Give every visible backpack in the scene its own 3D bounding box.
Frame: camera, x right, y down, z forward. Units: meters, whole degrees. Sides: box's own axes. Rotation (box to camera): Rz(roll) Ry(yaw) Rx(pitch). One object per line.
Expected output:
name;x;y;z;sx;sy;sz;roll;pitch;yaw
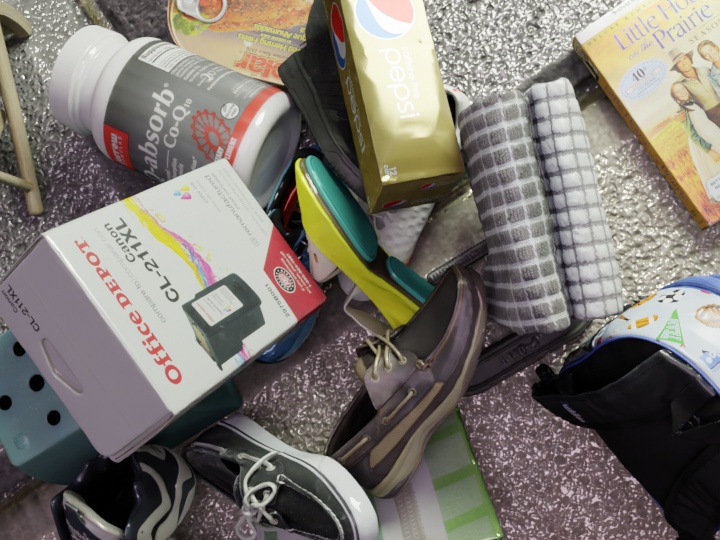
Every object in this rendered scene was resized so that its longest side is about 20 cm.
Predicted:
backpack;0.253;0.095;0.656;0.154;0.191;0.200;-43;80;-13

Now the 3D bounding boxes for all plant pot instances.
plant pot;-0.213;0.088;0.727;0.141;0.200;0.142;-31;81;5

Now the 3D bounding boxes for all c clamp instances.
c clamp;0.114;0.005;0.772;0.199;0.027;0.171;-36;86;3

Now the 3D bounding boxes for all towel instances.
towel;0.121;-0.040;0.661;0.085;0.200;0.167;-14;89;2
towel;0.006;0.197;0.728;0.199;0.031;0.150;-24;46;6

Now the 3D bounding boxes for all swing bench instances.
swing bench;-0.418;-0.145;0.817;0.197;0.130;0.202;-8;83;9

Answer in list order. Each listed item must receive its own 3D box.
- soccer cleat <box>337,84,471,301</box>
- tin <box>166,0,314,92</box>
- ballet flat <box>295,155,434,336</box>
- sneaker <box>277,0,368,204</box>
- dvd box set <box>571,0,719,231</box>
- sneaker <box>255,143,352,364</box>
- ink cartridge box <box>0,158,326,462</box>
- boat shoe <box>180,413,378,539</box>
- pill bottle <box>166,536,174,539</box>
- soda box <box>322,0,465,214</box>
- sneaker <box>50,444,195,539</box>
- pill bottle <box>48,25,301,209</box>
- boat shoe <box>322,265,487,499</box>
soccer cleat;0.035;-0.068;0.758;0.068;0.085;0.201;30;90;10
tin;-0.080;-0.224;0.815;0.198;0.042;0.113;16;84;10
ballet flat;0.000;0.000;0.720;0.067;0.067;0.200;-37;108;21
sneaker;-0.002;-0.155;0.735;0.104;0.060;0.201;-37;60;11
dvd box set;0.295;-0.157;0.751;0.146;0.029;0.201;-33;81;5
sneaker;-0.068;-0.018;0.767;0.078;0.090;0.202;15;91;10
ink cartridge box;-0.137;0.020;0.650;0.083;0.200;0.146;-36;91;34
boat shoe;-0.072;0.174;0.705;0.199;0.068;0.074;25;125;41
pill bottle;-0.120;0.309;0.737;0.199;0.111;0.112;35;91;11
soda box;0.020;-0.150;0.669;0.063;0.068;0.202;-11;78;-10
sneaker;-0.198;0.216;0.654;0.079;0.130;0.200;20;70;21
pill bottle;-0.162;-0.134;0.781;0.199;0.116;0.117;24;89;11
boat shoe;0.031;0.085;0.681;0.073;0.075;0.201;20;104;-18
